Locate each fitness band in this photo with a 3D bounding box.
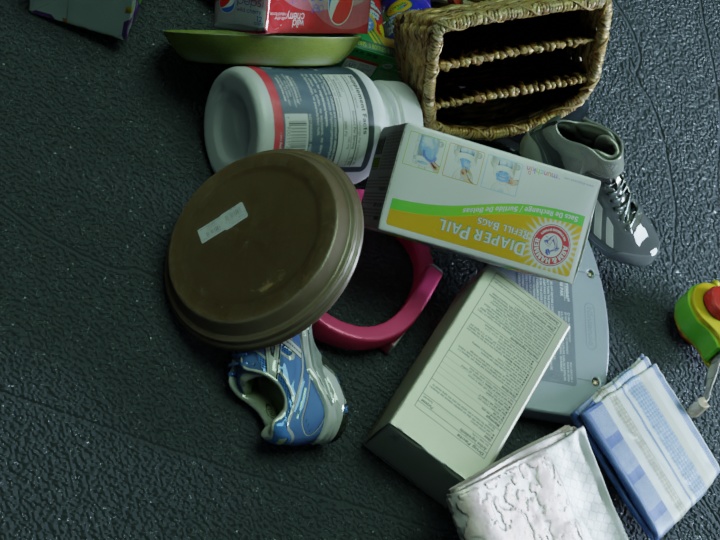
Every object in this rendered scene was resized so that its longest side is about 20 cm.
[{"bbox_3d":[0.000,0.000,1.457,0.143,0.037,0.200,37,44,-1],"label":"fitness band"}]

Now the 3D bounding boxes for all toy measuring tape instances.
[{"bbox_3d":[0.362,0.071,1.601,0.073,0.074,0.200,36,45,-2],"label":"toy measuring tape"}]

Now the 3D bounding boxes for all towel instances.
[{"bbox_3d":[0.281,0.170,1.461,0.148,0.024,0.200,58,32,6],"label":"towel"},{"bbox_3d":[0.172,0.255,1.319,0.190,0.032,0.202,-21,89,-43],"label":"towel"}]

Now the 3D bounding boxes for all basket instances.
[{"bbox_3d":[0.148,-0.205,1.536,0.198,0.149,0.144,-11,105,-16],"label":"basket"}]

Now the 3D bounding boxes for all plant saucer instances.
[{"bbox_3d":[-0.099,-0.223,1.499,0.199,0.199,0.031,-5,103,-34],"label":"plant saucer"},{"bbox_3d":[-0.092,-0.025,1.327,0.029,0.199,0.201,47,26,-53],"label":"plant saucer"}]

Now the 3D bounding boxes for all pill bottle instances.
[{"bbox_3d":[-0.043,-0.142,1.482,0.199,0.120,0.120,-5,59,-35],"label":"pill bottle"}]

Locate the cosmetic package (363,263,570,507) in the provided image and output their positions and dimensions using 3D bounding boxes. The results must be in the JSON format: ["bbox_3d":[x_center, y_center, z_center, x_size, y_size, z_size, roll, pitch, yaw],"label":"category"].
[{"bbox_3d":[0.100,0.105,1.379,0.105,0.071,0.200,38,59,-3],"label":"cosmetic package"}]

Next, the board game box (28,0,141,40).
[{"bbox_3d":[-0.253,-0.347,1.512,0.102,0.105,0.201,16,48,-5],"label":"board game box"}]

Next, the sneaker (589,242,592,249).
[{"bbox_3d":[0.162,-0.055,1.563,0.199,0.084,0.074,23,43,-15],"label":"sneaker"}]

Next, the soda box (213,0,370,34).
[{"bbox_3d":[-0.063,-0.271,1.476,0.063,0.071,0.200,13,14,27],"label":"soda box"}]

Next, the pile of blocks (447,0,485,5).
[{"bbox_3d":[0.120,-0.327,1.648,0.062,0.082,0.201,10,52,-30],"label":"pile of blocks"}]

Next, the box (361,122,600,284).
[{"bbox_3d":[0.111,-0.063,1.422,0.198,0.112,0.102,16,90,-12],"label":"box"}]

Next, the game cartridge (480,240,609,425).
[{"bbox_3d":[0.185,0.055,1.500,0.132,0.040,0.202,10,64,-17],"label":"game cartridge"}]

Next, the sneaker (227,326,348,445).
[{"bbox_3d":[-0.084,0.066,1.326,0.077,0.076,0.201,-10,60,-40],"label":"sneaker"}]

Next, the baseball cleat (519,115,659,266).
[{"bbox_3d":[0.253,-0.080,1.542,0.200,0.106,0.070,38,57,-17],"label":"baseball cleat"}]

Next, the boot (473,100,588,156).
[{"bbox_3d":[0.231,-0.140,1.678,0.199,0.077,0.169,31,49,1],"label":"boot"}]

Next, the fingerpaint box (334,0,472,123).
[{"bbox_3d":[0.050,-0.266,1.666,0.198,0.073,0.168,13,50,-23],"label":"fingerpaint box"}]
